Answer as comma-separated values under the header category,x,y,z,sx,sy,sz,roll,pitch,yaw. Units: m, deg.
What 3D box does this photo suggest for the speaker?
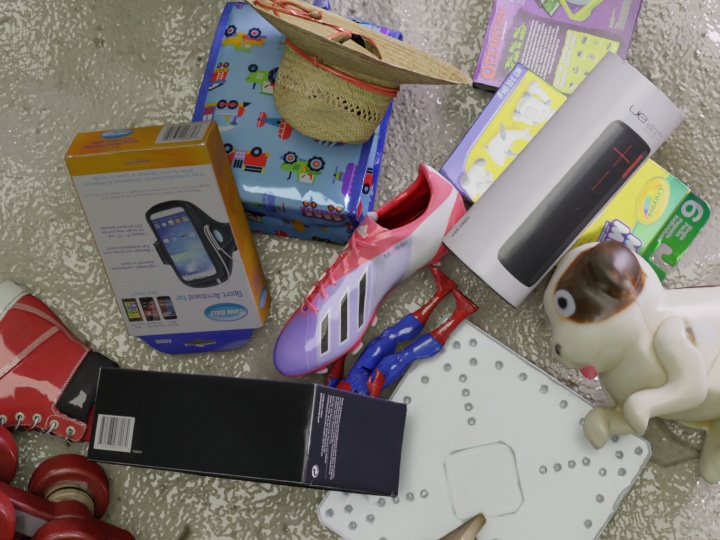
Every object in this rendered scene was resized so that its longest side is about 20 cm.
category,x,y,z,sx,sy,sz,roll,pitch,yaw
speaker,0.156,-0.071,1.469,0.081,0.081,0.200,42,94,8

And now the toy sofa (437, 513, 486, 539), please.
category,x,y,z,sx,sy,sz,roll,pitch,yaw
toy sofa,0.098,0.297,1.461,0.097,0.083,0.201,-34,87,17

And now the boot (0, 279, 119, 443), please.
category,x,y,z,sx,sy,sz,roll,pitch,yaw
boot,-0.292,0.127,1.542,0.144,0.072,0.200,39,83,6

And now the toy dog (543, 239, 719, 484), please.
category,x,y,z,sx,sy,sz,roll,pitch,yaw
toy dog,0.234,0.050,1.454,0.199,0.139,0.195,24,80,-12

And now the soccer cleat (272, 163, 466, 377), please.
category,x,y,z,sx,sy,sz,roll,pitch,yaw
soccer cleat,0.000,0.000,1.500,0.200,0.077,0.067,-41,40,-6

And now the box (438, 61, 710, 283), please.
category,x,y,z,sx,sy,sz,roll,pitch,yaw
box,0.173,-0.062,1.532,0.200,0.048,0.118,36,98,3

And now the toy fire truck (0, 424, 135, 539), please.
category,x,y,z,sx,sy,sz,roll,pitch,yaw
toy fire truck,-0.288,0.226,1.503,0.199,0.112,0.168,25,113,-21

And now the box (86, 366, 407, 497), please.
category,x,y,z,sx,sy,sz,roll,pitch,yaw
box,-0.085,0.123,1.456,0.199,0.141,0.079,3,79,30

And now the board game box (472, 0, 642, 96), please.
category,x,y,z,sx,sy,sz,roll,pitch,yaw
board game box,0.174,-0.233,1.576,0.119,0.032,0.201,16,84,3

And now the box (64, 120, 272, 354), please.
category,x,y,z,sx,sy,sz,roll,pitch,yaw
box,-0.147,-0.022,1.509,0.118,0.201,0.042,-4,37,16

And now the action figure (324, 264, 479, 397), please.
category,x,y,z,sx,sy,sz,roll,pitch,yaw
action figure,0.006,0.083,1.524,0.200,0.052,0.065,-49,44,5

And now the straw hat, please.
category,x,y,z,sx,sy,sz,roll,pitch,yaw
straw hat,-0.020,-0.144,1.472,0.200,0.201,0.086,24,102,7

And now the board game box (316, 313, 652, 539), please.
category,x,y,z,sx,sy,sz,roll,pitch,yaw
board game box,0.099,0.170,1.530,0.199,0.026,0.201,33,87,8

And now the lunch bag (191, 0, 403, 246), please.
category,x,y,z,sx,sy,sz,roll,pitch,yaw
lunch bag,-0.054,-0.135,1.556,0.149,0.094,0.201,9,74,8
